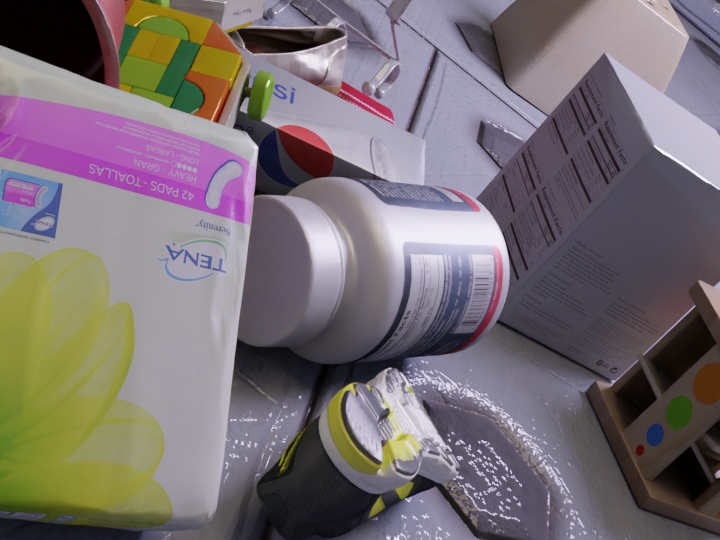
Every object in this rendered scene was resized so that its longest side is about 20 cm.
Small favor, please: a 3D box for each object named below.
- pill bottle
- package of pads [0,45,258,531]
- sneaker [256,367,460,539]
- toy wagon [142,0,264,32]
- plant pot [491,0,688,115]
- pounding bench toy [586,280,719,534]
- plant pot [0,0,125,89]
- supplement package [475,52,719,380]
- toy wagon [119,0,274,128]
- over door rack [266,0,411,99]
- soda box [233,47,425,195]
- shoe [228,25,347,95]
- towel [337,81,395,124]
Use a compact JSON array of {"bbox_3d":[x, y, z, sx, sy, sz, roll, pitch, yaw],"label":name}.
[{"bbox_3d":[0.000,0.000,0.780,0.198,0.120,0.120,1,47,-51],"label":"pill bottle"},{"bbox_3d":[-0.129,0.015,0.551,0.153,0.068,0.204,15,76,-38],"label":"package of pads"},{"bbox_3d":[-0.004,0.107,0.677,0.075,0.084,0.200,57,9,16],"label":"sneaker"},{"bbox_3d":[-0.173,-0.235,0.924,0.198,0.040,0.155,22,28,18],"label":"toy wagon"},{"bbox_3d":[0.310,-0.299,1.541,0.198,0.177,0.201,30,30,-20],"label":"plant pot"},{"bbox_3d":[0.325,0.121,0.979,0.198,0.156,0.125,22,32,-32],"label":"pounding bench toy"},{"bbox_3d":[-0.198,-0.192,0.629,0.199,0.200,0.197,29,49,-21],"label":"plant pot"},{"bbox_3d":[0.218,-0.044,1.032,0.150,0.200,0.152,26,31,-26],"label":"supplement package"},{"bbox_3d":[-0.145,-0.097,0.753,0.153,0.040,0.202,15,47,1],"label":"toy wagon"},{"bbox_3d":[-0.029,-0.231,1.048,0.147,0.067,0.200,37,-10,5],"label":"over door rack"},{"bbox_3d":[-0.049,-0.097,0.882,0.198,0.064,0.069,24,44,-18],"label":"soda box"},{"bbox_3d":[-0.094,-0.180,0.962,0.198,0.054,0.070,-4,45,-38],"label":"shoe"},{"bbox_3d":[-0.018,-0.113,1.024,0.143,0.023,0.201,26,32,-26],"label":"towel"}]
